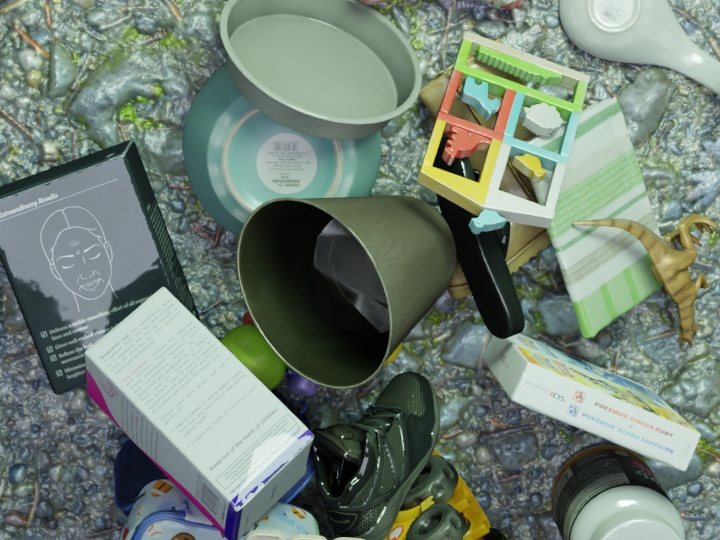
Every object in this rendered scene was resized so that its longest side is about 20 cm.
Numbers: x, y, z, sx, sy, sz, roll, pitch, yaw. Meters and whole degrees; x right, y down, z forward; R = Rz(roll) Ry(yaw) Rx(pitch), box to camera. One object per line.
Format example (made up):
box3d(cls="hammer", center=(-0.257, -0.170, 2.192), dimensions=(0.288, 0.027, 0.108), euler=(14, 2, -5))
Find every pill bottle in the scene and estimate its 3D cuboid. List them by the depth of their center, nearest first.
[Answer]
box3d(cls="pill bottle", center=(0.257, 0.256, 1.687), dimensions=(0.115, 0.200, 0.117), euler=(-1, 103, -3))

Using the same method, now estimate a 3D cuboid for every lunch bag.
box3d(cls="lunch bag", center=(-0.136, 0.288, 1.615), dimensions=(0.199, 0.076, 0.161), euler=(18, 114, -18))
box3d(cls="lunch bag", center=(-0.132, 0.191, 1.687), dimensions=(0.200, 0.136, 0.132), euler=(-41, 114, 11))

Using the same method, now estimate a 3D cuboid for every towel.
box3d(cls="towel", center=(0.229, -0.054, 1.672), dimensions=(0.149, 0.031, 0.201), euler=(-29, 106, -37))

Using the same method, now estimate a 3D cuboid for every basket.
box3d(cls="basket", center=(0.000, 0.000, 1.573), dimensions=(0.136, 0.200, 0.181), euler=(-36, 85, 28))

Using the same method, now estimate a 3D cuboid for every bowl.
box3d(cls="bowl", center=(-0.076, -0.112, 1.647), dimensions=(0.199, 0.105, 0.203), euler=(0, 101, -2))

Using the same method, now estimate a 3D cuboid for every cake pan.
box3d(cls="cake pan", center=(-0.041, -0.196, 1.600), dimensions=(0.199, 0.201, 0.037), euler=(21, 132, -7))

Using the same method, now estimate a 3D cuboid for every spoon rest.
box3d(cls="spoon rest", center=(0.286, -0.231, 1.670), dimensions=(0.199, 0.061, 0.100), euler=(35, 97, 5))

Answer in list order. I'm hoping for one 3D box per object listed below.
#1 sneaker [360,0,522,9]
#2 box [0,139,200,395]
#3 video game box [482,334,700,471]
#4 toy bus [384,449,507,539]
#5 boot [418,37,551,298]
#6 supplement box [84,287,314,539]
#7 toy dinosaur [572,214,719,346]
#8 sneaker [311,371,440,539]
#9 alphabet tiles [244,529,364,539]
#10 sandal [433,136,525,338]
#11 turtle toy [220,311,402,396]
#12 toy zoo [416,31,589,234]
box3d(cls="sneaker", center=(0.099, -0.281, 1.633), dimensions=(0.199, 0.075, 0.105), euler=(-28, 96, -1))
box3d(cls="box", center=(-0.259, -0.005, 1.660), dimensions=(0.147, 0.107, 0.201), euler=(-19, 103, 1))
box3d(cls="video game box", center=(0.220, 0.121, 1.659), dimensions=(0.181, 0.200, 0.047), euler=(20, 96, -7))
box3d(cls="toy bus", center=(0.045, 0.301, 1.690), dimensions=(0.191, 0.200, 0.136), euler=(-31, 112, 10))
box3d(cls="boot", center=(0.114, -0.099, 1.681), dimensions=(0.175, 0.066, 0.201), euler=(-34, 102, -8))
box3d(cls="supplement box", center=(-0.147, 0.130, 1.537), dimensions=(0.200, 0.101, 0.103), euler=(42, 67, 13))
box3d(cls="toy dinosaur", center=(0.301, -0.012, 1.674), dimensions=(0.200, 0.060, 0.106), euler=(52, 59, -26))
box3d(cls="sneaker", center=(0.015, 0.161, 1.664), dimensions=(0.076, 0.200, 0.115), euler=(6, 140, 32))
box3d(cls="alphabet tiles", center=(-0.066, 0.324, 1.597), dimensions=(0.198, 0.015, 0.197), euler=(7, 123, -14))
box3d(cls="sandal", center=(0.118, -0.035, 1.629), dimensions=(0.048, 0.075, 0.202), euler=(-23, 101, -23))
box3d(cls="turtle toy", center=(-0.061, 0.063, 1.651), dimensions=(0.146, 0.200, 0.101), euler=(49, 118, 14))
box3d(cls="toy zoo", center=(0.131, -0.121, 1.585), dimensions=(0.130, 0.020, 0.201), euler=(20, 60, -1))
